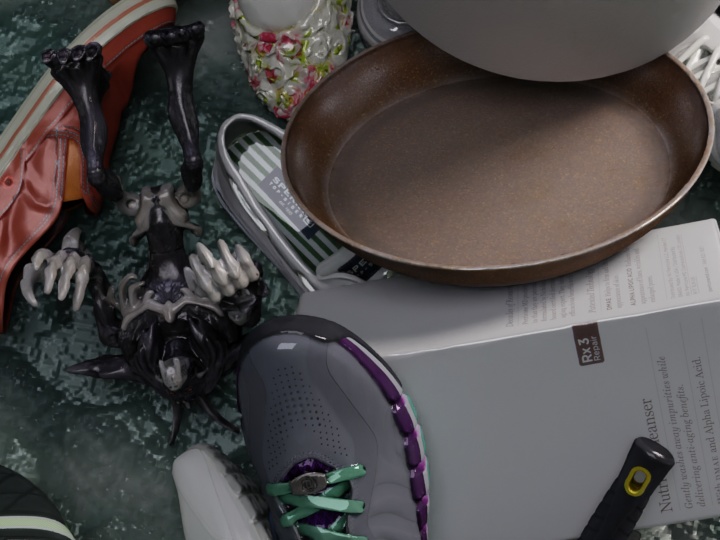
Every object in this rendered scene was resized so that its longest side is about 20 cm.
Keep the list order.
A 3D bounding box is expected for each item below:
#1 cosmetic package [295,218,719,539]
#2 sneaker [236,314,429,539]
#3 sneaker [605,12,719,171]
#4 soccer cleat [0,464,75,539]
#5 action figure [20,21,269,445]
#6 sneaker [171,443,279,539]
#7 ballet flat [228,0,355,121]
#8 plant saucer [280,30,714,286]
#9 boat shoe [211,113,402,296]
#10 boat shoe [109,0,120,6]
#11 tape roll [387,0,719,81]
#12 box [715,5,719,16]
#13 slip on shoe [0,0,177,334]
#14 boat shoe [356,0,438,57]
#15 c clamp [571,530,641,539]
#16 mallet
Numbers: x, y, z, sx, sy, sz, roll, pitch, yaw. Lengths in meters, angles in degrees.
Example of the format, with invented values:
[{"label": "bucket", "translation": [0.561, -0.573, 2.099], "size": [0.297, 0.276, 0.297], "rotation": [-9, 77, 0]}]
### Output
[{"label": "cosmetic package", "translation": [0.074, 0.057, 0.830], "size": [0.198, 0.081, 0.114], "rotation": [-13, 115, 9]}, {"label": "sneaker", "translation": [-0.002, 0.117, 0.772], "size": [0.074, 0.088, 0.201], "rotation": [-14, 117, 12]}, {"label": "sneaker", "translation": [0.186, -0.077, 0.889], "size": [0.200, 0.087, 0.075], "rotation": [43, 85, 16]}, {"label": "soccer cleat", "translation": [-0.160, 0.144, 0.844], "size": [0.199, 0.081, 0.068], "rotation": [35, 102, 31]}, {"label": "action figure", "translation": [-0.098, -0.008, 0.864], "size": [0.118, 0.102, 0.202], "rotation": [-9, 100, 11]}, {"label": "sneaker", "translation": [-0.058, 0.178, 0.853], "size": [0.086, 0.075, 0.202], "rotation": [-20, 73, 6]}, {"label": "ballet flat", "translation": [-0.040, -0.178, 0.949], "size": [0.075, 0.064, 0.202], "rotation": [-6, 73, 22]}, {"label": "plant saucer", "translation": [0.063, -0.053, 0.856], "size": [0.198, 0.032, 0.201], "rotation": [-6, 39, 5]}, {"label": "boat shoe", "translation": [0.000, 0.000, 0.896], "size": [0.199, 0.067, 0.074], "rotation": [36, 81, 14]}, {"label": "boat shoe", "translation": [-0.121, -0.237, 0.973], "size": [0.070, 0.070, 0.202], "rotation": [-18, 82, 8]}, {"label": "tape roll", "translation": [0.093, -0.204, 0.835], "size": [0.200, 0.139, 0.205], "rotation": [0, 72, 0]}, {"label": "box", "translation": [0.288, -0.122, 0.914], "size": [0.200, 0.040, 0.137], "rotation": [43, 84, 14]}, {"label": "slip on shoe", "translation": [-0.149, -0.055, 0.928], "size": [0.061, 0.074, 0.201], "rotation": [34, 83, -2]}, {"label": "boat shoe", "translation": [0.071, -0.191, 0.940], "size": [0.200, 0.069, 0.072], "rotation": [-42, 75, -6]}, {"label": "c clamp", "translation": [0.162, 0.173, 0.853], "size": [0.199, 0.027, 0.172], "rotation": [29, 79, 13]}, {"label": "mallet", "translation": [0.090, 0.165, 0.814], "size": [0.066, 0.041, 0.201], "rotation": [37, 111, 8]}]
